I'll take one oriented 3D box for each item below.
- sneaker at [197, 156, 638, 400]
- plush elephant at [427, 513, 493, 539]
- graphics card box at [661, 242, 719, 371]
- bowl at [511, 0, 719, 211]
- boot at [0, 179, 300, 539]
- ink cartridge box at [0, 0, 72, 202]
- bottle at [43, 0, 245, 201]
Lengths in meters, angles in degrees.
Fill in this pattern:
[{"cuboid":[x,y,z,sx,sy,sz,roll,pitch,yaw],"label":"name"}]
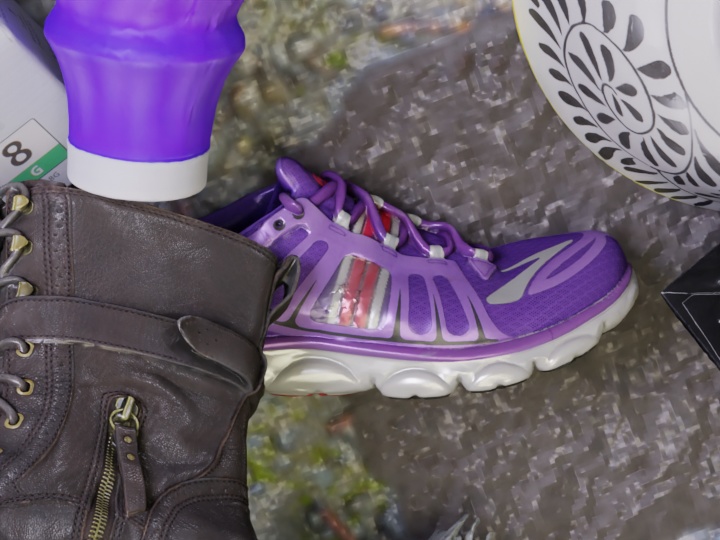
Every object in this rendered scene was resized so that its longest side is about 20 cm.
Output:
[{"cuboid":[0.000,0.000,0.999,0.200,0.081,0.084,-3,103,-7],"label":"sneaker"},{"cuboid":[0.012,0.206,1.022,0.200,0.165,0.155,-37,93,-30],"label":"plush elephant"},{"cuboid":[0.199,0.021,0.995,0.125,0.051,0.200,-41,145,8],"label":"graphics card box"},{"cuboid":[0.157,-0.100,0.974,0.201,0.094,0.201,-2,109,-6],"label":"bowl"},{"cuboid":[-0.110,0.048,0.897,0.200,0.174,0.069,10,144,-23],"label":"boot"},{"cuboid":[-0.195,-0.054,0.919,0.161,0.050,0.200,-36,143,6],"label":"ink cartridge box"},{"cuboid":[-0.067,-0.123,0.908,0.065,0.084,0.200,-13,116,-42],"label":"bottle"}]
